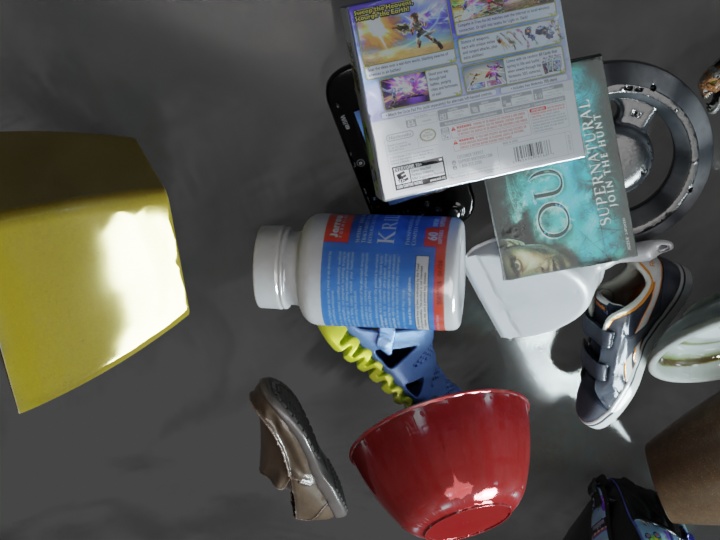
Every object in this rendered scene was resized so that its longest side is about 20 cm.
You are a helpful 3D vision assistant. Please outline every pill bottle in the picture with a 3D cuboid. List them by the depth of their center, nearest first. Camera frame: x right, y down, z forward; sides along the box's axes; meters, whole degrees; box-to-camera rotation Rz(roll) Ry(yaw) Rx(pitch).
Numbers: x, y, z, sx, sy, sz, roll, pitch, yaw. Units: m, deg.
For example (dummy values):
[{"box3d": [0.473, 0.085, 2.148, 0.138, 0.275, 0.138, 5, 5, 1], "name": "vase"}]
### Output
[{"box3d": [0.000, 0.000, 1.466, 0.200, 0.112, 0.112, 2, 120, 7], "name": "pill bottle"}]

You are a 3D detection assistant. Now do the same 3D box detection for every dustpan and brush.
[{"box3d": [0.220, 0.001, 1.537, 0.200, 0.057, 0.140, -6, 136, 27], "name": "dustpan and brush"}]

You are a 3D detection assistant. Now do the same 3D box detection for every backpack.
[{"box3d": [0.303, 0.358, 1.690, 0.134, 0.200, 0.183, 21, 113, -20], "name": "backpack"}]

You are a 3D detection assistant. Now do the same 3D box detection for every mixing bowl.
[{"box3d": [0.098, 0.217, 1.575, 0.200, 0.108, 0.200, -14, 154, -7], "name": "mixing bowl"}]

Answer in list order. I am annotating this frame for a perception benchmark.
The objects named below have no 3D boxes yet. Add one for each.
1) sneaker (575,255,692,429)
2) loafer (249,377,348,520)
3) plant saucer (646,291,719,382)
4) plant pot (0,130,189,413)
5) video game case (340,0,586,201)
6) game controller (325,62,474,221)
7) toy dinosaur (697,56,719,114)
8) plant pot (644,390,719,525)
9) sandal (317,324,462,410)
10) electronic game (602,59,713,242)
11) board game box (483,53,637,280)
[{"box3d": [0.267, 0.070, 1.592, 0.079, 0.078, 0.200, 21, 103, -26], "name": "sneaker"}, {"box3d": [-0.077, 0.202, 1.604, 0.071, 0.073, 0.200, -24, 121, 2], "name": "loafer"}, {"box3d": [0.389, 0.058, 1.547, 0.200, 0.050, 0.200, -10, 157, -4], "name": "plant saucer"}, {"box3d": [-0.266, -0.021, 1.384, 0.176, 0.200, 0.200, -16, 122, -14], "name": "plant pot"}, {"box3d": [0.095, -0.174, 1.388, 0.200, 0.045, 0.182, -13, 103, -8], "name": "video game case"}, {"box3d": [0.040, -0.121, 1.461, 0.104, 0.042, 0.200, -21, 120, 2], "name": "game controller"}, {"box3d": [0.438, -0.188, 1.472, 0.200, 0.102, 0.136, -14, 106, 22], "name": "toy dinosaur"}, {"box3d": [0.424, 0.205, 1.654, 0.200, 0.187, 0.187, -21, 122, 16], "name": "plant pot"}, {"box3d": [0.046, 0.084, 1.560, 0.087, 0.080, 0.200, -43, 119, 11], "name": "sandal"}, {"box3d": [0.253, -0.114, 1.503, 0.200, 0.042, 0.200, -1, 115, -3], "name": "electronic game"}, {"box3d": [0.185, -0.099, 1.459, 0.135, 0.028, 0.200, -11, 102, 8], "name": "board game box"}]
